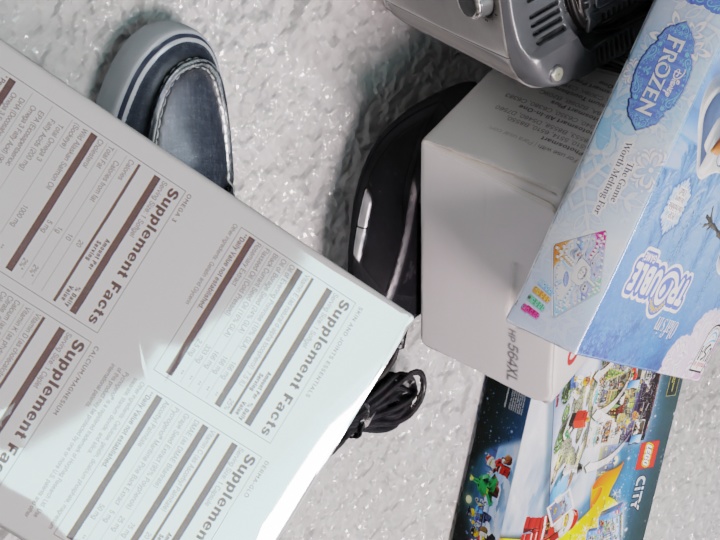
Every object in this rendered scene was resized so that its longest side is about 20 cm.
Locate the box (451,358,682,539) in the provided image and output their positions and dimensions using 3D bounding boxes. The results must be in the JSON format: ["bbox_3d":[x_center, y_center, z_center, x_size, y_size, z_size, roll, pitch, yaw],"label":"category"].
[{"bbox_3d":[0.123,0.106,1.262,0.136,0.038,0.200,-3,110,-44],"label":"box"}]

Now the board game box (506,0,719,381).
[{"bbox_3d":[0.162,-0.048,1.045,0.199,0.043,0.200,-65,155,6],"label":"board game box"}]

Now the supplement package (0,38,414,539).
[{"bbox_3d":[-0.118,0.022,0.845,0.200,0.152,0.151,34,83,-17],"label":"supplement package"}]

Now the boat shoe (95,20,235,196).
[{"bbox_3d":[-0.072,-0.008,0.977,0.071,0.091,0.201,-12,117,-41],"label":"boat shoe"}]

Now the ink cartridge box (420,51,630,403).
[{"bbox_3d":[0.116,-0.054,1.103,0.200,0.084,0.146,-45,148,-36],"label":"ink cartridge box"}]

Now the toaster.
[{"bbox_3d":[0.097,-0.175,1.037,0.200,0.129,0.114,-32,129,-30],"label":"toaster"}]

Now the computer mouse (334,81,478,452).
[{"bbox_3d":[0.000,0.000,1.076,0.140,0.046,0.200,-25,133,-55],"label":"computer mouse"}]
